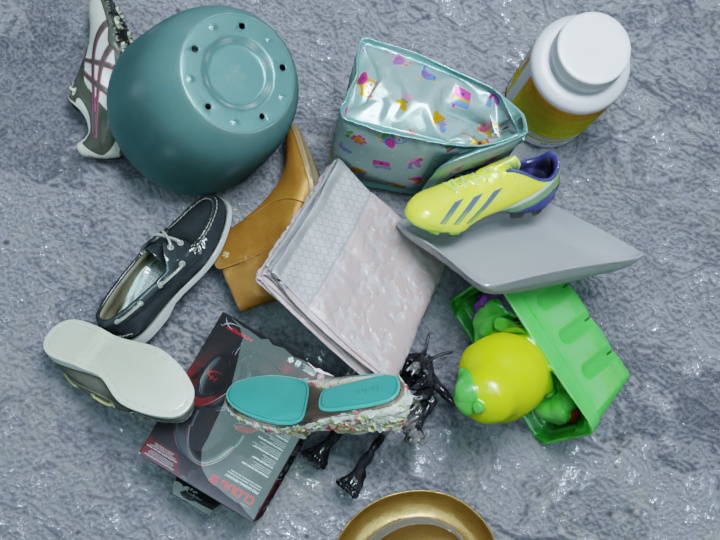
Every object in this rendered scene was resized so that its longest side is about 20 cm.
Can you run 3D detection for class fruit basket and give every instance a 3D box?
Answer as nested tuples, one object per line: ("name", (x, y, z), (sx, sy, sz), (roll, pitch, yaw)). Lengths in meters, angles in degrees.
("fruit basket", (0.168, 0.107, 1.021), (0.215, 0.156, 0.216), (4, 73, -15))

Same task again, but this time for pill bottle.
("pill bottle", (0.233, -0.215, 1.045), (0.109, 0.200, 0.110), (0, 83, -3))

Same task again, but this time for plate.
("plate", (0.167, -0.025, 1.016), (0.199, 0.200, 0.032), (-11, 116, -22))

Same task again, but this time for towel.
("towel", (0.000, 0.000, 1.013), (0.191, 0.032, 0.200), (43, 48, -17))

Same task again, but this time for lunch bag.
("lunch bag", (0.073, -0.152, 1.042), (0.199, 0.170, 0.122), (16, 74, -4))

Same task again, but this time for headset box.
("headset box", (-0.136, 0.171, 1.032), (0.148, 0.075, 0.200), (30, 82, 7))

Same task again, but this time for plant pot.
("plant pot", (-0.157, -0.192, 1.007), (0.200, 0.161, 0.201), (2, 85, -27))

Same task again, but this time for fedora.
("fedora", (0.062, 0.340, 1.022), (0.200, 0.082, 0.201), (0, 82, -3))

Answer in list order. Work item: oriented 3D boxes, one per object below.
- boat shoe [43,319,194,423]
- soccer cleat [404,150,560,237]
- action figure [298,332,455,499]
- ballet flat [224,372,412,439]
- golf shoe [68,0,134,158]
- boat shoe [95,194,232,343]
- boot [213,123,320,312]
("boat shoe", (-0.255, 0.116, 1.009), (0.201, 0.060, 0.072), (22, 56, 25))
("soccer cleat", (0.134, -0.091, 1.013), (0.200, 0.084, 0.065), (-13, 49, -29))
("action figure", (0.029, 0.154, 1.037), (0.119, 0.102, 0.200), (38, 85, 7))
("ballet flat", (-0.042, 0.147, 0.960), (0.199, 0.064, 0.076), (-2, 43, 16))
("golf shoe", (-0.302, -0.229, 1.081), (0.088, 0.077, 0.201), (-12, 83, 2))
("boat shoe", (-0.220, -0.008, 1.050), (0.075, 0.060, 0.200), (22, 77, 41))
("boot", (-0.109, -0.062, 1.076), (0.144, 0.071, 0.202), (-19, 70, 9))
